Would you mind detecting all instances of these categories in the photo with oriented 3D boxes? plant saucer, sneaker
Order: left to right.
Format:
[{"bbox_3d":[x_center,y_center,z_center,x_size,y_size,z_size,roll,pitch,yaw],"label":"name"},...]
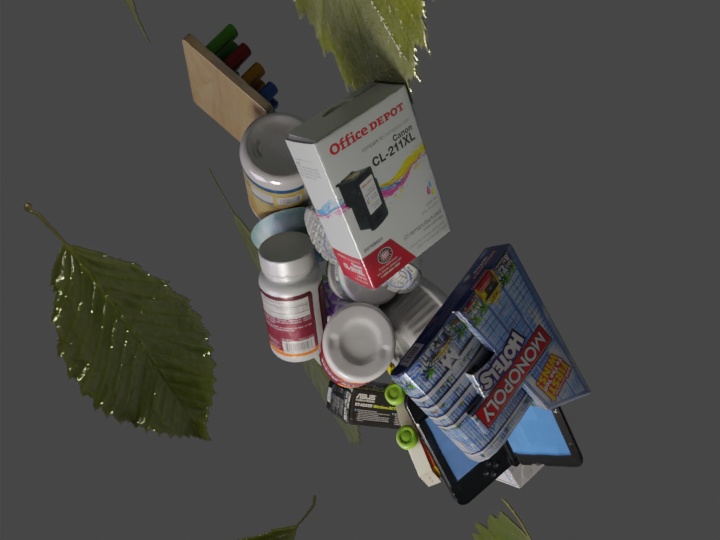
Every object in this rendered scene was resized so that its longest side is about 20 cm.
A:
[{"bbox_3d":[-0.106,-0.051,1.085,0.202,0.193,0.040,99,166,-65],"label":"plant saucer"},{"bbox_3d":[0.006,-0.044,0.860,0.196,0.088,0.075,31,130,-3],"label":"sneaker"}]

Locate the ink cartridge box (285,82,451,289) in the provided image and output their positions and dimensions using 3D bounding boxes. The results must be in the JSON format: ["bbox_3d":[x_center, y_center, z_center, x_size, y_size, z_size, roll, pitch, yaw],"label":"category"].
[{"bbox_3d":[0.014,-0.107,0.729,0.082,0.144,0.204,26,146,54],"label":"ink cartridge box"}]

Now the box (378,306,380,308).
[{"bbox_3d":[0.095,0.155,1.149,0.203,0.034,0.110,56,163,4],"label":"box"}]

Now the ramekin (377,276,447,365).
[{"bbox_3d":[0.101,0.116,0.967,0.204,0.093,0.204,50,162,23],"label":"ramekin"}]

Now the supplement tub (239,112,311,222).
[{"bbox_3d":[-0.139,-0.167,1.051,0.146,0.143,0.201,50,161,16],"label":"supplement tub"}]

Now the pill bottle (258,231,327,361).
[{"bbox_3d":[-0.118,0.046,1.020,0.114,0.112,0.206,37,141,45],"label":"pill bottle"}]

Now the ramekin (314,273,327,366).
[{"bbox_3d":[-0.083,0.116,1.275,0.201,0.096,0.202,50,161,23],"label":"ramekin"}]

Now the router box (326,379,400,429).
[{"bbox_3d":[0.048,0.247,1.069,0.149,0.193,0.065,171,108,-71],"label":"router box"}]

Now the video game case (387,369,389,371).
[{"bbox_3d":[0.033,0.136,1.182,0.185,0.023,0.200,58,173,-2],"label":"video game case"}]

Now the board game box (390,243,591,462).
[{"bbox_3d":[0.168,0.115,0.685,0.200,0.201,0.061,44,165,-11],"label":"board game box"}]

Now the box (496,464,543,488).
[{"bbox_3d":[0.219,0.296,1.011,0.119,0.059,0.200,57,163,-1],"label":"box"}]

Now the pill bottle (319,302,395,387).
[{"bbox_3d":[-0.011,0.127,0.935,0.116,0.113,0.200,53,167,8],"label":"pill bottle"}]

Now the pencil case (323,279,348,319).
[{"bbox_3d":[-0.037,0.110,1.145,0.203,0.083,0.085,56,163,-3],"label":"pencil case"}]

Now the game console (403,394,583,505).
[{"bbox_3d":[0.183,0.224,0.809,0.204,0.170,0.118,61,166,-15],"label":"game console"}]

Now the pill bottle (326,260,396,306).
[{"bbox_3d":[0.000,0.000,0.998,0.115,0.111,0.200,57,170,-6],"label":"pill bottle"}]

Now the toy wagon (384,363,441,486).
[{"bbox_3d":[0.080,0.231,0.924,0.156,0.038,0.205,59,-168,-53],"label":"toy wagon"}]

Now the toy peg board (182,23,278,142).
[{"bbox_3d":[-0.222,-0.343,1.101,0.198,0.099,0.200,40,162,2],"label":"toy peg board"}]
